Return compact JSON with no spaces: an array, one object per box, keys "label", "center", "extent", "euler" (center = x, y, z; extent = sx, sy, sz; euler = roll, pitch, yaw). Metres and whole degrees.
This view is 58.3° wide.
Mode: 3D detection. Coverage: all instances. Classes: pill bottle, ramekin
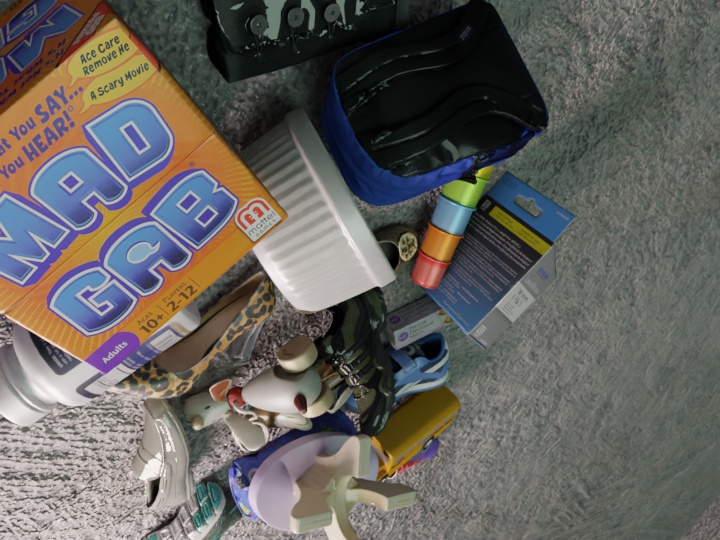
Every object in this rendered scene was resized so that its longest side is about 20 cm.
[{"label":"pill bottle","center":[-0.276,0.066,0.660],"extent":[0.200,0.111,0.111],"euler":[-35,134,-6]},{"label":"ramekin","center":[-0.055,-0.054,0.663],"extent":[0.105,0.200,0.200],"euler":[-29,134,3]}]

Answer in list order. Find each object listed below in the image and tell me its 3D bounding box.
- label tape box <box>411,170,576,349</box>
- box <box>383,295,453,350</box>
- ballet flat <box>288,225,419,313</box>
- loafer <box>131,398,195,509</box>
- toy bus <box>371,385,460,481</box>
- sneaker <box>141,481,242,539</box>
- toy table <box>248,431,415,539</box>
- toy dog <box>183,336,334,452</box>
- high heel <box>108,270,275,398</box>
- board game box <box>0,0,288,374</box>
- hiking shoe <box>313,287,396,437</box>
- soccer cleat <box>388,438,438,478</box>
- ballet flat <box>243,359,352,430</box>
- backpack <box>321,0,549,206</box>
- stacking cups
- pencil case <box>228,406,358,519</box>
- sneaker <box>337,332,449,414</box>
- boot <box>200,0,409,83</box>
[{"label":"label tape box","center":[0.185,-0.016,0.874],"extent":[0.200,0.144,0.063],"euler":[-47,134,6]},{"label":"box","center":[0.127,0.053,0.960],"extent":[0.199,0.039,0.042],"euler":[-24,130,-16]},{"label":"ballet flat","center":[0.000,0.000,0.818],"extent":[0.199,0.046,0.068],"euler":[-26,111,-24]},{"label":"loafer","center":[-0.258,0.240,0.827],"extent":[0.070,0.070,0.201],"euler":[-22,132,-29]},{"label":"toy bus","center":[0.065,0.258,1.014],"extent":[0.200,0.065,0.078],"euler":[-29,149,-33]},{"label":"sneaker","center":[-0.252,0.403,0.949],"extent":[0.200,0.078,0.091],"euler":[-43,138,4]},{"label":"toy table","center":[-0.031,0.289,0.842],"extent":[0.199,0.117,0.185],"euler":[-13,104,-35]},{"label":"toy dog","center":[-0.125,0.168,0.801],"extent":[0.200,0.096,0.132],"euler":[-39,108,15]},{"label":"high heel","center":[-0.189,0.067,0.737],"extent":[0.200,0.071,0.143],"euler":[-13,136,-46]},{"label":"board game box","center":[-0.221,-0.085,0.523],"extent":[0.200,0.200,0.200],"euler":[-41,134,-1]},{"label":"hiking shoe","center":[-0.015,0.118,0.846],"extent":[0.100,0.201,0.076],"euler":[-1,166,-20]},{"label":"soccer cleat","center":[0.061,0.317,1.085],"extent":[0.199,0.073,0.068],"euler":[7,117,-36]},{"label":"ballet flat","center":[-0.067,0.175,0.897],"extent":[0.200,0.072,0.068],"euler":[-33,151,-9]},{"label":"backpack","center":[0.062,-0.152,0.674],"extent":[0.199,0.163,0.168],"euler":[-25,171,-20]},{"label":"stacking cups","center":[0.118,-0.074,0.841],"extent":[0.060,0.061,0.201],"euler":[7,115,-36]},{"label":"pencil case","center":[-0.096,0.265,0.916],"extent":[0.200,0.087,0.078],"euler":[-25,177,-35]},{"label":"sneaker","center":[0.052,0.148,0.960],"extent":[0.199,0.074,0.083],"euler":[-18,132,-32]},{"label":"boot","center":[-0.051,-0.276,0.596],"extent":[0.199,0.066,0.165],"euler":[-17,128,-16]}]
